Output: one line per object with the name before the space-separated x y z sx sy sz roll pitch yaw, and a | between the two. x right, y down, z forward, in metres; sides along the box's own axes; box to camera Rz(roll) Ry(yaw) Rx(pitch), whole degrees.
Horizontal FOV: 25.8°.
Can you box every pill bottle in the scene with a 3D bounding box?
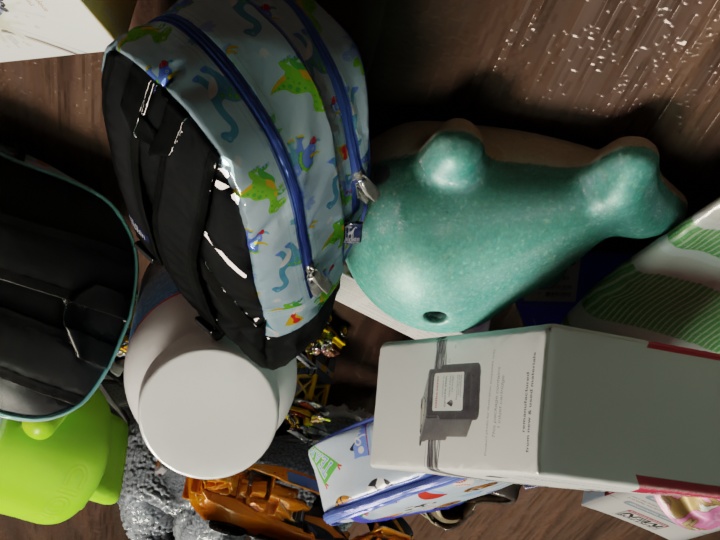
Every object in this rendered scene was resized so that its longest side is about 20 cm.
pill bottle | -0.094 0.052 0.998 0.107 0.110 0.200 17 -164 -9

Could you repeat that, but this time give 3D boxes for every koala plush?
koala plush | -0.083 0.184 1.296 0.198 0.178 0.184 2 141 41

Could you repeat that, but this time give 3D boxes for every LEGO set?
LEGO set | -0.112 0.091 1.190 0.198 0.117 0.154 -2 151 27

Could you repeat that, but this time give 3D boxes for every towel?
towel | 0.227 0.005 0.907 0.151 0.024 0.200 16 145 -30

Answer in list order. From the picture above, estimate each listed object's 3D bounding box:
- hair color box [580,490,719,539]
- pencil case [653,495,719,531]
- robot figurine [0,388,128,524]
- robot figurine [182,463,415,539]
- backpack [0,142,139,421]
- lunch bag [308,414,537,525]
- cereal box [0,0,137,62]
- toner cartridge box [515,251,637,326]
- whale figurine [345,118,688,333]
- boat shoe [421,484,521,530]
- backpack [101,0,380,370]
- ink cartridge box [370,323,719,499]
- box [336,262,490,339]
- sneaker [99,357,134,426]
hair color box | 0.266 0.147 1.193 0.098 0.061 0.200 23 152 -19
pencil case | 0.272 0.097 1.015 0.082 0.087 0.200 25 138 -28
robot figurine | -0.268 0.121 1.183 0.174 0.117 0.199 -15 150 41
robot figurine | -0.043 0.216 1.169 0.198 0.147 0.058 19 155 -18
backpack | -0.249 0.006 1.028 0.198 0.178 0.153 19 170 -13
lunch bag | 0.061 0.137 1.157 0.159 0.076 0.199 -25 164 27
cereal box | -0.237 -0.163 0.834 0.198 0.040 0.144 -2 150 28
toner cartridge box | 0.172 0.053 1.070 0.094 0.044 0.200 4 152 20
whale figurine | 0.081 -0.022 0.894 0.198 0.105 0.159 -5 148 27
boat shoe | 0.065 0.175 1.326 0.074 0.074 0.199 27 151 -26
backpack | -0.067 -0.064 0.832 0.164 0.153 0.200 50 176 24
ink cartridge box | 0.113 0.087 0.940 0.144 0.085 0.199 9 171 -25
box | 0.000 0.000 1.048 0.199 0.039 0.041 26 152 -25
sneaker | -0.253 0.091 1.289 0.066 0.091 0.199 -13 144 40
